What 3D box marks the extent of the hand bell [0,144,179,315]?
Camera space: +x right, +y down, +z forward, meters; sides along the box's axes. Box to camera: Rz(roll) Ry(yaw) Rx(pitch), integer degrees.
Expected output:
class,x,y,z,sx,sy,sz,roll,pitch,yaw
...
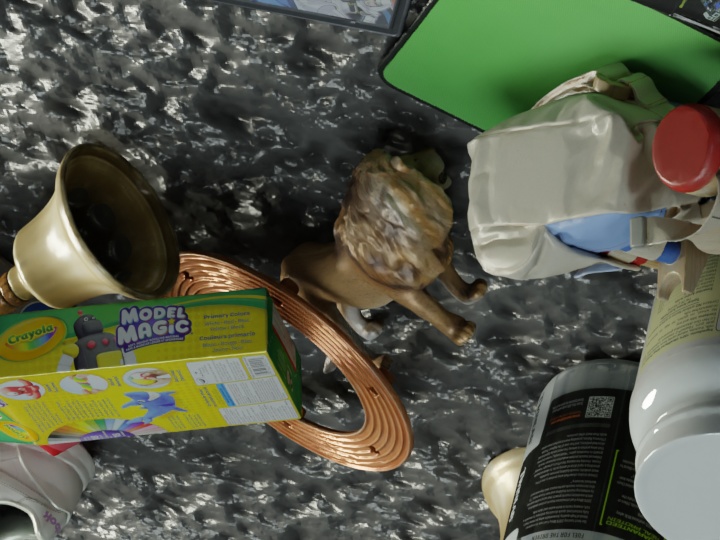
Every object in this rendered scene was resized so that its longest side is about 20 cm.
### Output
class,x,y,z,sx,sy,sz,roll,pitch,yaw
hand bell,-0.219,0.014,1.758,0.199,0.104,0.104,-31,122,28

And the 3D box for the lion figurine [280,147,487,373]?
class,x,y,z,sx,sy,sz,roll,pitch,yaw
lion figurine,0.000,0.000,1.727,0.122,0.073,0.200,39,139,-20

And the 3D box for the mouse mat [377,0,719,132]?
class,x,y,z,sx,sy,sz,roll,pitch,yaw
mouse mat,0.107,-0.114,1.569,0.160,0.008,0.200,25,153,-9

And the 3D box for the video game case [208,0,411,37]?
class,x,y,z,sx,sy,sz,roll,pitch,yaw
video game case,-0.047,-0.210,1.506,0.179,0.026,0.200,10,144,-5

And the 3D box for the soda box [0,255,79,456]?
class,x,y,z,sx,sy,sz,roll,pitch,yaw
soda box,-0.250,0.036,1.862,0.200,0.070,0.063,38,138,-23

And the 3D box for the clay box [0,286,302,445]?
class,x,y,z,sx,sy,sz,roll,pitch,yaw
clay box,-0.142,0.060,1.713,0.198,0.048,0.115,-5,156,8

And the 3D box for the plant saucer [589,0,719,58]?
class,x,y,z,sx,sy,sz,roll,pitch,yaw
plant saucer,0.191,-0.193,1.456,0.199,0.037,0.201,11,141,9

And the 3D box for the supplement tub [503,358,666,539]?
class,x,y,z,sx,sy,sz,roll,pitch,yaw
supplement tub,0.151,0.165,1.758,0.122,0.201,0.123,11,140,9

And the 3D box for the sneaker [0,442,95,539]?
class,x,y,z,sx,sy,sz,roll,pitch,yaw
sneaker,-0.291,0.149,1.987,0.199,0.100,0.075,4,141,18

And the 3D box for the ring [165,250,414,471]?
class,x,y,z,sx,sy,sz,roll,pitch,yaw
ring,-0.046,0.055,1.795,0.200,0.019,0.201,31,154,17

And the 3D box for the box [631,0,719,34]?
class,x,y,z,sx,sy,sz,roll,pitch,yaw
box,0.237,-0.182,1.389,0.192,0.048,0.200,22,141,-1

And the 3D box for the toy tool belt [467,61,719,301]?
class,x,y,z,sx,sy,sz,roll,pitch,yaw
toy tool belt,0.159,-0.049,1.542,0.122,0.126,0.199,9,167,-40

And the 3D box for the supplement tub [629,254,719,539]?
class,x,y,z,sx,sy,sz,roll,pitch,yaw
supplement tub,0.231,0.053,1.596,0.144,0.201,0.145,10,141,9

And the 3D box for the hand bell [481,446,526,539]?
class,x,y,z,sx,sy,sz,roll,pitch,yaw
hand bell,0.108,0.224,1.843,0.103,0.201,0.104,11,140,9
